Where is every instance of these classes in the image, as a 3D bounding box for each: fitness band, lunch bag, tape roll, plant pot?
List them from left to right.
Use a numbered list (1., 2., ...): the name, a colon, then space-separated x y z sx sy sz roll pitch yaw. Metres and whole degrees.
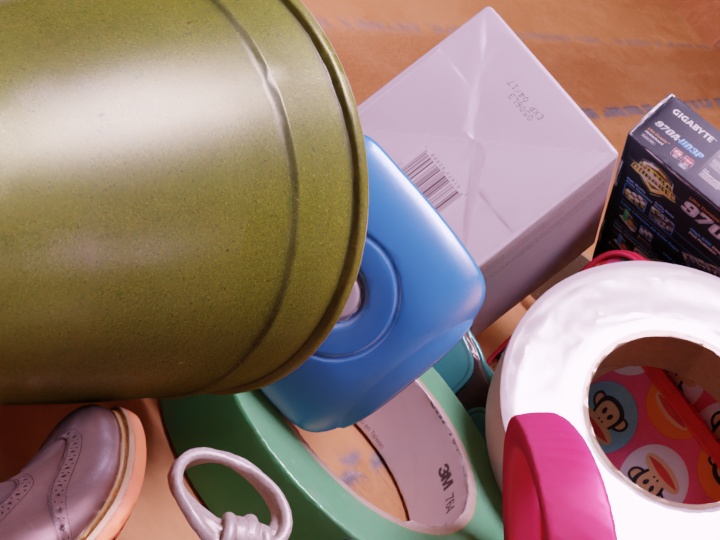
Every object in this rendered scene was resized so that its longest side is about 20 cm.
1. plant pot: -0.133 -0.027 0.614 0.192 0.201 0.201 -15 62 -50
2. tape roll: -0.010 0.087 0.782 0.200 0.048 0.201 37 24 -19
3. fitness band: 0.094 0.163 0.700 0.144 0.037 0.202 -103 -173 -70
4. lunch bag: 0.185 0.091 0.936 0.200 0.176 0.082 55 20 25
5. tape roll: 0.168 0.087 0.830 0.201 0.037 0.204 6 56 -9

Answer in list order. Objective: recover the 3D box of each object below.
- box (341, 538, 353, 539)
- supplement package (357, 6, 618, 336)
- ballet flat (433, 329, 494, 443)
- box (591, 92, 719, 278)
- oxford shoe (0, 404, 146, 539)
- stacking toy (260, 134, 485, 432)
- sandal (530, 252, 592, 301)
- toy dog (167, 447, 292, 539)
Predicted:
1. box: -0.035 0.197 0.422 0.148 0.104 0.201 -9 76 -63
2. supplement package: 0.072 -0.050 0.959 0.121 0.120 0.200 51 -4 14
3. ballet flat: 0.058 0.082 0.902 0.200 0.067 0.070 53 0 17
4. box: 0.241 0.005 0.961 0.200 0.046 0.159 42 -21 21
5. oxford shoe: -0.131 0.095 0.537 0.073 0.071 0.200 37 25 -8
6. stacking toy: 0.000 0.000 0.782 0.110 0.116 0.200 51 9 -1
7. sandal: 0.171 0.015 1.166 0.212 0.078 0.070 43 29 7
8. toy dog: -0.015 0.168 0.620 0.199 0.097 0.132 23 37 -17
